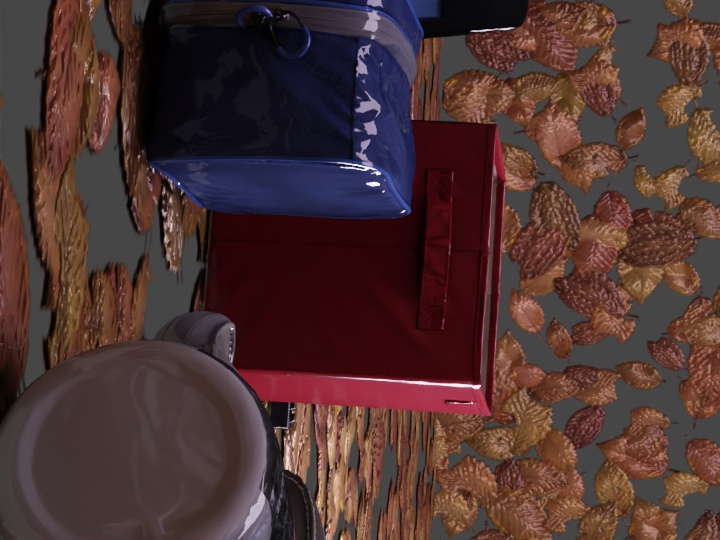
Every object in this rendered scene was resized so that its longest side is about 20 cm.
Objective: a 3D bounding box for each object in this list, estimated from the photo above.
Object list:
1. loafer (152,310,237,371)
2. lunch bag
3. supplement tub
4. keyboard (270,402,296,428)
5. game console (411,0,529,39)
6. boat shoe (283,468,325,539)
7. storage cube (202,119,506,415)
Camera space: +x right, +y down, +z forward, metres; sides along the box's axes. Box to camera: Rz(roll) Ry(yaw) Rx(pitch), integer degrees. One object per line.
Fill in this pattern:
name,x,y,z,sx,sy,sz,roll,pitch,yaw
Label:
loafer,-0.086,0.078,1.235,0.200,0.070,0.070,-74,166,-65
lunch bag,-0.040,-0.109,1.274,0.200,0.136,0.132,53,40,-79
supplement tub,-0.087,0.129,1.007,0.200,0.122,0.123,84,11,-56
keyboard,-0.053,0.022,1.761,0.127,0.021,0.200,38,54,-83
game console,0.005,-0.211,1.369,0.031,0.200,0.177,-105,-169,-56
boat shoe,-0.058,0.182,1.258,0.202,0.072,0.060,-76,173,-45
storage cube,0.000,0.000,1.502,0.200,0.180,0.171,63,30,-80
